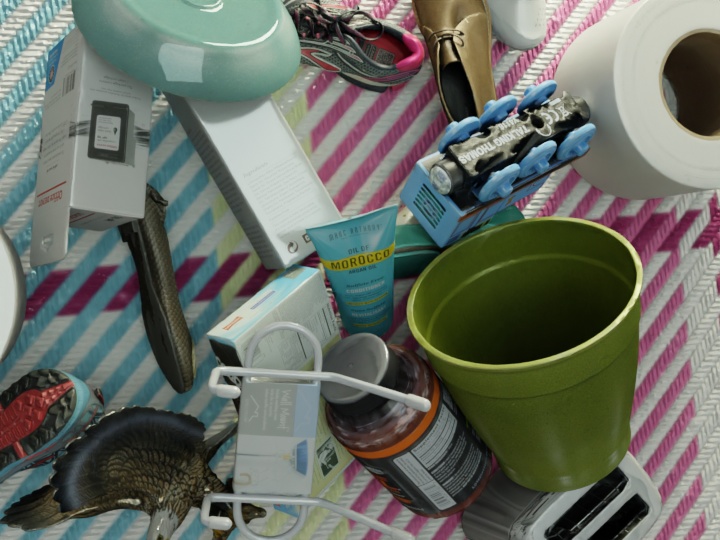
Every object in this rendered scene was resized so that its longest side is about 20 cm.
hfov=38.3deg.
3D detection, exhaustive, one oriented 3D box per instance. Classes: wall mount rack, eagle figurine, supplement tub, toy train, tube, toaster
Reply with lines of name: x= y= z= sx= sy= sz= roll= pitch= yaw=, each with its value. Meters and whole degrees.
wall mount rack: x=-0.039 y=0.148 z=0.842 sx=0.174 sy=0.075 sz=0.200 roll=4 pitch=104 yaw=-6
eagle figurine: x=-0.186 y=0.187 z=0.902 sx=0.200 sy=0.151 sz=0.152 roll=25 pitch=94 yaw=-21
supplement tub: x=0.037 y=0.138 z=0.944 sx=0.107 sy=0.107 sz=0.200 roll=-48 pitch=132 yaw=-11
toy train: x=0.134 y=-0.105 z=0.981 sx=0.200 sy=0.114 sz=0.087 roll=-29 pitch=73 yaw=-31
tube: x=0.000 y=0.000 z=0.927 sx=0.077 sy=0.200 sz=0.050 roll=-19 pitch=63 yaw=-5
toaster: x=0.204 y=0.232 z=1.017 sx=0.200 sy=0.129 sz=0.114 roll=-38 pitch=99 yaw=-12

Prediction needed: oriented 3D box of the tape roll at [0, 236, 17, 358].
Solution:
tape roll: x=-0.382 y=0.022 z=0.851 sx=0.202 sy=0.139 sz=0.203 roll=0 pitch=88 yaw=-15

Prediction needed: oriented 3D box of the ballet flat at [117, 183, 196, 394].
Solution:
ballet flat: x=-0.180 y=0.014 z=0.956 sx=0.046 sy=0.067 sz=0.200 roll=-16 pitch=89 yaw=-31

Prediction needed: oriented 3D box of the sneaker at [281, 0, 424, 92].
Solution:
sneaker: x=-0.034 y=-0.230 z=0.988 sx=0.200 sy=0.075 sz=0.081 roll=11 pitch=87 yaw=-14

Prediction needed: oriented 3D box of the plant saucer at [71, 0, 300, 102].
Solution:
plant saucer: x=-0.141 y=-0.223 z=0.880 sx=0.200 sy=0.036 sz=0.200 roll=14 pitch=45 yaw=-15

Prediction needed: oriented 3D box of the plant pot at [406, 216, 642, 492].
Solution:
plant pot: x=0.162 y=0.089 z=0.926 sx=0.200 sy=0.200 sz=0.193 roll=-29 pitch=124 yaw=-13

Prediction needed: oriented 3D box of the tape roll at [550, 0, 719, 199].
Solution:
tape roll: x=0.312 y=-0.175 z=1.046 sx=0.202 sy=0.139 sz=0.203 roll=0 pitch=90 yaw=-14

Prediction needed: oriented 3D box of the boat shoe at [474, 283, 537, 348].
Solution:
boat shoe: x=0.170 y=0.043 z=1.047 sx=0.202 sy=0.075 sz=0.086 roll=-9 pitch=102 yaw=-22

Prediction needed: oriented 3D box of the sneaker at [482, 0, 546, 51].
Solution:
sneaker: x=0.146 y=-0.318 z=1.031 sx=0.074 sy=0.087 sz=0.200 roll=-17 pitch=95 yaw=-16

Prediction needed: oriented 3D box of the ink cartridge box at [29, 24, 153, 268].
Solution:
ink cartridge box: x=-0.233 y=-0.101 z=0.900 sx=0.067 sy=0.116 sz=0.200 roll=7 pitch=83 yaw=-31

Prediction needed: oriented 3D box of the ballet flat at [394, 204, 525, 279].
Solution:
ballet flat: x=0.074 y=-0.033 z=1.027 sx=0.200 sy=0.067 sz=0.070 roll=-6 pitch=67 yaw=-15

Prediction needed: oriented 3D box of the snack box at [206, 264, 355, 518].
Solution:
snack box: x=-0.058 y=0.109 z=0.935 sx=0.116 sy=0.037 sz=0.200 roll=-41 pitch=127 yaw=-38

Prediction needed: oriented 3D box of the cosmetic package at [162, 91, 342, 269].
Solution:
cosmetic package: x=-0.100 y=-0.103 z=0.956 sx=0.071 sy=0.101 sz=0.200 roll=-32 pitch=98 yaw=-13

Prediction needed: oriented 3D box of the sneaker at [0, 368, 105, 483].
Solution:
sneaker: x=-0.308 y=0.160 z=0.907 sx=0.200 sy=0.096 sz=0.079 roll=-28 pitch=69 yaw=11

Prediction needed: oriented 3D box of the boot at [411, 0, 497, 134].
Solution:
boot: x=0.092 y=-0.226 z=1.014 sx=0.074 sy=0.075 sz=0.200 roll=-14 pitch=91 yaw=16
